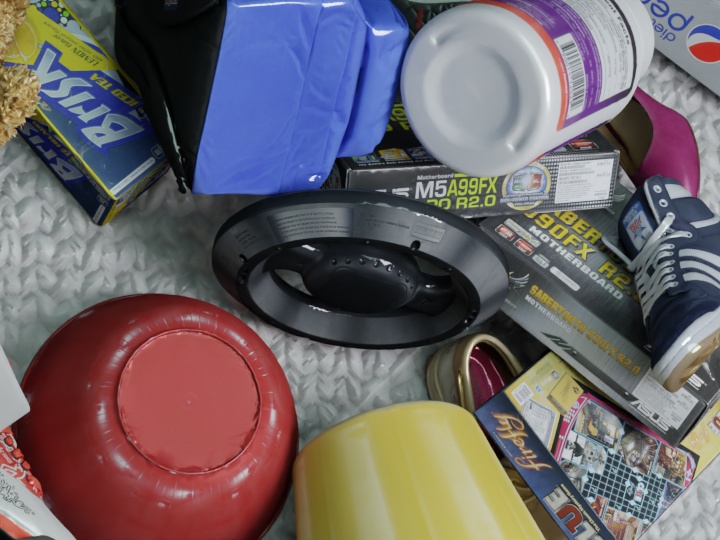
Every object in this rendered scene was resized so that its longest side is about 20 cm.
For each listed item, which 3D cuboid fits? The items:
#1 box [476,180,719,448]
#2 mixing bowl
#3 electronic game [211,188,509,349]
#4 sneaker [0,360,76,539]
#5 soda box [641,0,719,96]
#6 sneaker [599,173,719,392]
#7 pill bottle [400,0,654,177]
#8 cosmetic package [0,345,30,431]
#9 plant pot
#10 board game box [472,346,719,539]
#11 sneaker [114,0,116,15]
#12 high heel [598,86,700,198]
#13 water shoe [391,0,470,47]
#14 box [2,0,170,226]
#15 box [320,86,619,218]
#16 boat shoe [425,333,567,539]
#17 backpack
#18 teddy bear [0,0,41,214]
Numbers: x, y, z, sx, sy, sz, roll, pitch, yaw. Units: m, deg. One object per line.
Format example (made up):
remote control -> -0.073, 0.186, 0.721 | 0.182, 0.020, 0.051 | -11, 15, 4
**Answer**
box -> 0.182, 0.015, 1.597 | 0.200, 0.048, 0.158 | 39, 37, 12
mixing bowl -> -0.124, 0.097, 1.506 | 0.199, 0.108, 0.201 | 5, 72, -15
electronic game -> 0.000, 0.000, 1.522 | 0.199, 0.200, 0.042 | 13, 63, -13
sneaker -> -0.240, 0.109, 1.468 | 0.201, 0.067, 0.108 | 29, 65, 13
soda box -> 0.240, -0.206, 1.721 | 0.200, 0.063, 0.068 | 36, 40, -4
sneaker -> 0.203, 0.005, 1.520 | 0.108, 0.070, 0.200 | 41, 29, 5
pill bottle -> 0.119, -0.137, 1.521 | 0.112, 0.111, 0.200 | 56, 34, 4
cosmetic package -> -0.302, 0.021, 1.425 | 0.085, 0.108, 0.200 | -35, 57, -15
plant pot -> 0.041, 0.196, 1.491 | 0.200, 0.201, 0.190 | -6, 60, -19
board game box -> 0.175, 0.104, 1.587 | 0.136, 0.035, 0.200 | 53, 39, 3
sneaker -> -0.133, -0.220, 1.614 | 0.075, 0.076, 0.201 | -5, 78, -20
high heel -> 0.174, -0.111, 1.660 | 0.096, 0.068, 0.201 | 2, 45, -29
water shoe -> 0.033, -0.177, 1.662 | 0.199, 0.079, 0.072 | 17, 96, 13
box -> -0.213, -0.132, 1.570 | 0.070, 0.064, 0.200 | -40, 88, -23
box -> 0.058, -0.089, 1.597 | 0.199, 0.160, 0.045 | -4, 119, -18
boat shoe -> 0.109, 0.135, 1.586 | 0.073, 0.069, 0.201 | -26, 83, -22
backpack -> -0.073, -0.156, 1.503 | 0.167, 0.163, 0.200 | 1, 33, -29
teddy bear -> -0.276, -0.119, 1.501 | 0.144, 0.067, 0.201 | 27, 97, 7
